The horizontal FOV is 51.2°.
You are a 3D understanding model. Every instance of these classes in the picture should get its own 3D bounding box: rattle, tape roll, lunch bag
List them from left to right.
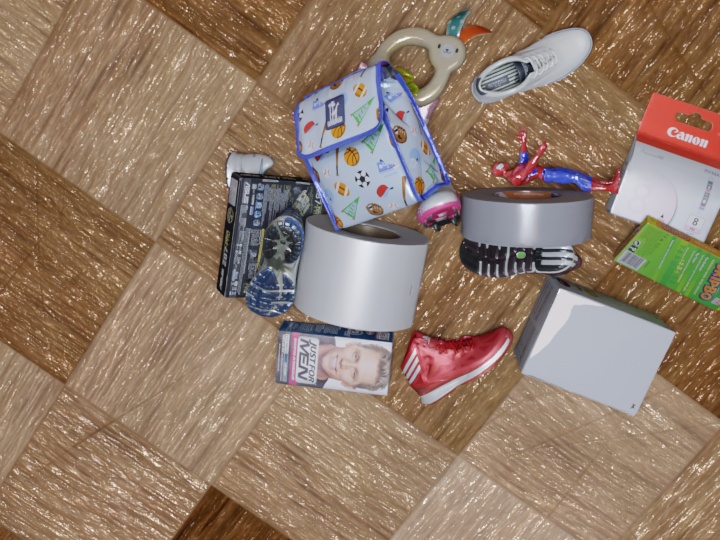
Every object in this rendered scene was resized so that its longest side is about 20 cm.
[{"bbox_3d":[0.000,0.000,1.203,0.202,0.203,0.140,11,104,2],"label":"tape roll"},{"bbox_3d":[0.006,-0.179,1.084,0.169,0.124,0.201,-15,103,36],"label":"lunch bag"},{"bbox_3d":[0.103,-0.340,1.139,0.199,0.143,0.131,-26,70,10],"label":"rattle"},{"bbox_3d":[0.255,-0.086,1.162,0.199,0.200,0.067,1,103,5],"label":"tape roll"}]

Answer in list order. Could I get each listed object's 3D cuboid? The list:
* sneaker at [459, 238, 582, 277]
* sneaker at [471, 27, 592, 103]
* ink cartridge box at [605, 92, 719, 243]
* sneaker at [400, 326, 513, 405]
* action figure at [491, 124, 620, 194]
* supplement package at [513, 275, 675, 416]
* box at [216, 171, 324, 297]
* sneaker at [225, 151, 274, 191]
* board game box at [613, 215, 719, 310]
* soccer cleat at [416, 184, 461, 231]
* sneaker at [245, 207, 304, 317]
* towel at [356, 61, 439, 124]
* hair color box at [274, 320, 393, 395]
[{"bbox_3d":[0.271,-0.016,1.245,0.199,0.115,0.076,7,86,38],"label":"sneaker"},{"bbox_3d":[0.271,-0.316,1.174,0.199,0.071,0.073,-27,99,10],"label":"sneaker"},{"bbox_3d":[0.507,-0.162,1.202,0.162,0.057,0.201,19,108,1],"label":"ink cartridge box"},{"bbox_3d":[0.154,0.135,1.285,0.200,0.078,0.116,-39,98,11],"label":"sneaker"},{"bbox_3d":[0.310,-0.178,1.195,0.199,0.065,0.100,4,107,17],"label":"action figure"},{"bbox_3d":[0.381,0.120,1.244,0.199,0.111,0.156,21,104,-1],"label":"supplement package"},{"bbox_3d":[-0.145,-0.055,1.238,0.160,0.049,0.201,0,108,-30],"label":"box"},{"bbox_3d":[-0.177,-0.100,1.264,0.087,0.075,0.201,-4,103,0],"label":"sneaker"},{"bbox_3d":[0.526,-0.009,1.221,0.199,0.030,0.096,27,135,-1],"label":"board game box"},{"bbox_3d":[0.116,-0.112,1.173,0.070,0.200,0.087,-18,85,7],"label":"soccer cleat"},{"bbox_3d":[-0.126,-0.012,1.190,0.077,0.085,0.201,19,125,-7],"label":"sneaker"},{"bbox_3d":[0.023,-0.223,1.243,0.144,0.023,0.201,26,104,-2],"label":"towel"},{"bbox_3d":[-0.045,0.152,1.314,0.199,0.061,0.101,5,104,3],"label":"hair color box"}]
